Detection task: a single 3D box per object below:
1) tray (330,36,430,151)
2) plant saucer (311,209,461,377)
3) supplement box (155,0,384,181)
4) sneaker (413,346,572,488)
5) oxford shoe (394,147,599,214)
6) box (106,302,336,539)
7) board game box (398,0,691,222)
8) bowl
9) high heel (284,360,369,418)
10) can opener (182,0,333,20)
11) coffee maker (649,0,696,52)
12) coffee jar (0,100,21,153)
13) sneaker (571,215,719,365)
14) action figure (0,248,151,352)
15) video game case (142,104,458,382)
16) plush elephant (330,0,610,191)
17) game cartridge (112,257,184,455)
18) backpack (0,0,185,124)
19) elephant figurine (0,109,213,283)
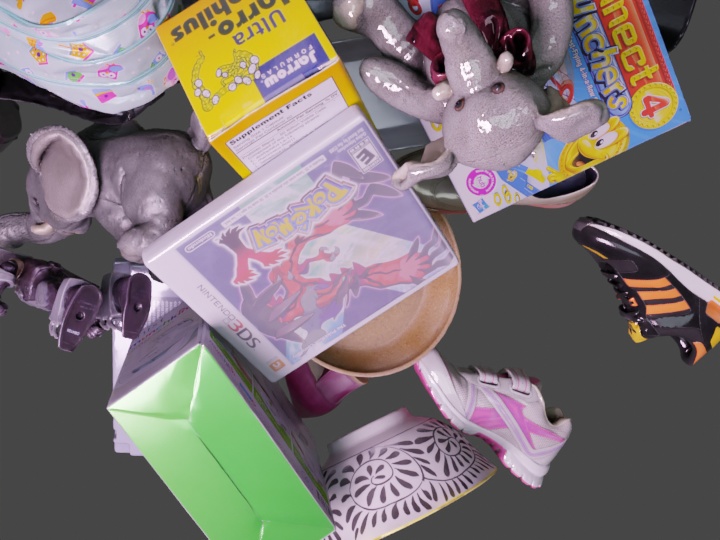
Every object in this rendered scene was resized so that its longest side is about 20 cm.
[{"bbox_3d":[0.022,-0.168,0.798,0.198,0.022,0.109,-9,106,-2],"label":"tray"},{"bbox_3d":[0.000,0.000,0.802,0.198,0.035,0.203,3,81,-19],"label":"plant saucer"},{"bbox_3d":[-0.058,-0.130,0.676,0.108,0.200,0.110,-31,68,3],"label":"supplement box"},{"bbox_3d":[0.136,0.129,0.859,0.200,0.081,0.088,39,94,-19],"label":"sneaker"},{"bbox_3d":[0.125,-0.093,0.792,0.198,0.074,0.072,-4,90,-7],"label":"oxford shoe"},{"bbox_3d":[-0.117,0.137,0.750,0.096,0.177,0.201,-33,107,-1],"label":"box"},{"bbox_3d":[0.135,-0.170,0.679,0.194,0.056,0.201,-25,114,16],"label":"board game box"},{"bbox_3d":[0.024,0.195,0.825,0.199,0.201,0.095,-27,80,3],"label":"bowl"},{"bbox_3d":[-0.086,0.062,0.833,0.096,0.068,0.200,-35,110,28],"label":"high heel"},{"bbox_3d":[-0.108,-0.233,0.753,0.198,0.067,0.053,-13,106,4],"label":"can opener"},{"bbox_3d":[0.180,-0.252,0.744,0.198,0.135,0.194,16,118,-7],"label":"coffee maker"},{"bbox_3d":[-0.395,-0.093,0.743,0.200,0.104,0.085,-41,106,5],"label":"coffee jar"},{"bbox_3d":[0.284,0.024,0.842,0.199,0.070,0.091,29,97,-13],"label":"sneaker"},{"bbox_3d":[-0.266,0.024,0.746,0.129,0.199,0.070,11,88,-40],"label":"action figure"},{"bbox_3d":[-0.040,-0.011,0.678,0.199,0.023,0.182,-33,132,7],"label":"video game case"},{"bbox_3d":[0.080,-0.135,0.580,0.163,0.155,0.201,-23,114,15],"label":"plush elephant"},{"bbox_3d":[-0.179,0.088,0.842,0.132,0.041,0.202,4,104,-2],"label":"game cartridge"},{"bbox_3d":[-0.229,-0.206,0.665,0.199,0.127,0.168,30,75,22],"label":"backpack"},{"bbox_3d":[-0.239,-0.079,0.754,0.198,0.142,0.156,21,73,6],"label":"elephant figurine"}]
